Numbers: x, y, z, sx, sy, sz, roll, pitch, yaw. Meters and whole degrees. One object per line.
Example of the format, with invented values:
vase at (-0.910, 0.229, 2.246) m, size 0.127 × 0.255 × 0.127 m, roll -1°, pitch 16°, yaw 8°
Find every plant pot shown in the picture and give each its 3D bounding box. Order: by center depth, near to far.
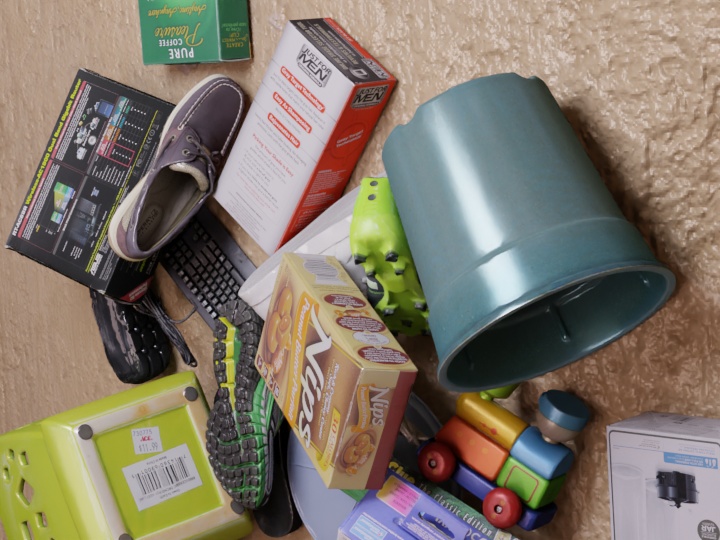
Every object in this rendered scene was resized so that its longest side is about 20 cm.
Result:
plant pot at (0.118, -0.036, 1.421) m, size 0.200 × 0.199 × 0.197 m, roll -42°, pitch 61°, yaw 40°
plant pot at (-0.228, 0.215, 1.753) m, size 0.181 × 0.199 × 0.200 m, roll -31°, pitch 78°, yaw 56°

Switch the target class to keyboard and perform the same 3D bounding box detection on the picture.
keyboard at (-0.157, 0.028, 1.769) m, size 0.127 × 0.021 × 0.200 m, roll -47°, pitch 63°, yaw 14°

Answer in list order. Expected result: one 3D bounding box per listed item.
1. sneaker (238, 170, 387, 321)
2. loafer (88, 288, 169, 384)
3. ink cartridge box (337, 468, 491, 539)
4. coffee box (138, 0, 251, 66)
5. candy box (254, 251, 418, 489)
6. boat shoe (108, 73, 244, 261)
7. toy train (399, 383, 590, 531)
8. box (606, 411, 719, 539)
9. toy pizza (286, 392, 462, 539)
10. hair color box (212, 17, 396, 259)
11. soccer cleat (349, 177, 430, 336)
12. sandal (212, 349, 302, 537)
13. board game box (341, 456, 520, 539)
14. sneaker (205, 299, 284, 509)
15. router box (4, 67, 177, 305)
sneaker at (0.000, 0.000, 1.619) m, size 0.200 × 0.074 × 0.116 m, roll -38°, pitch 103°, yaw 20°
loafer at (-0.255, 0.020, 1.855) m, size 0.070 × 0.068 × 0.202 m, roll -21°, pitch 83°, yaw 45°
ink cartridge box at (0.051, 0.253, 1.513) m, size 0.136 × 0.076 × 0.200 m, roll 34°, pitch 157°, yaw 14°
coffee box at (-0.165, -0.298, 1.725) m, size 0.123 × 0.044 × 0.201 m, roll 2°, pitch 99°, yaw 44°
candy box at (-0.024, 0.081, 1.510) m, size 0.200 × 0.055 × 0.116 m, roll -126°, pitch 46°, yaw -55°
boat shoe at (-0.164, -0.094, 1.693) m, size 0.201 × 0.072 × 0.065 m, roll -56°, pitch 28°, yaw -8°
toy train at (0.095, 0.122, 1.527) m, size 0.200 × 0.085 × 0.116 m, roll 33°, pitch 108°, yaw 24°
box at (0.260, 0.219, 1.413) m, size 0.116 × 0.060 × 0.201 m, roll 5°, pitch 101°, yaw 43°
toy pizza at (0.015, 0.189, 1.653) m, size 0.199 × 0.032 × 0.202 m, roll 9°, pitch 106°, yaw 36°
hair color box at (-0.054, -0.120, 1.644) m, size 0.102 × 0.061 × 0.201 m, roll 46°, pitch 127°, yaw 27°
soccer cleat at (0.033, -0.007, 1.536) m, size 0.067 × 0.200 × 0.082 m, roll -1°, pitch 62°, yaw 12°
sandal at (-0.107, 0.164, 1.757) m, size 0.075 × 0.048 × 0.202 m, roll -23°, pitch 82°, yaw 43°
board game box at (0.060, 0.213, 1.553) m, size 0.199 × 0.023 × 0.105 m, roll 32°, pitch 158°, yaw 19°
sneaker at (-0.089, 0.127, 1.683) m, size 0.078 × 0.085 × 0.201 m, roll 15°, pitch 103°, yaw 46°
router box at (-0.249, -0.083, 1.781) m, size 0.149 × 0.062 × 0.201 m, roll 24°, pitch 90°, yaw 33°
